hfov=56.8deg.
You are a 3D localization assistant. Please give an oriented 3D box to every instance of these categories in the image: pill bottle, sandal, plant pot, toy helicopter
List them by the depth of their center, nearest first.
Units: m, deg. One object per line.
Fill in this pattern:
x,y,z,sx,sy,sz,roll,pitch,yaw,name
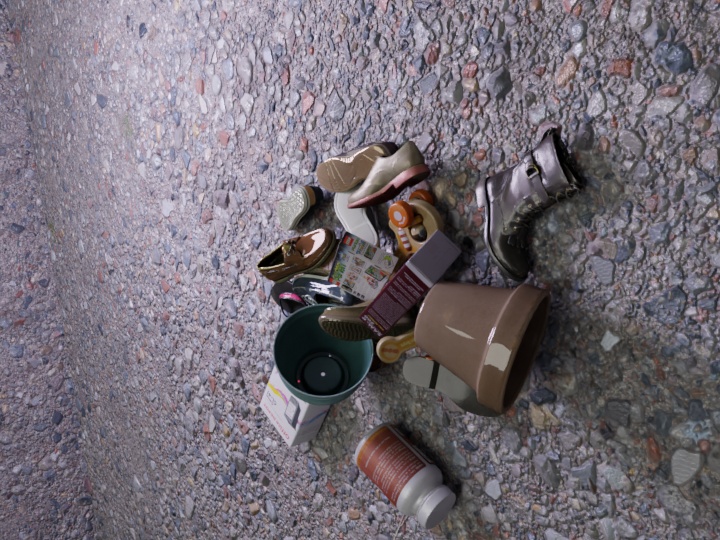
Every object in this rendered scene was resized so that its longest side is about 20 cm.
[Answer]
0.184,0.096,1.052,0.173,0.200,0.203,22,115,24,plant pot
0.124,0.116,1.183,0.079,0.198,0.134,-116,1,-79,toy helicopter
0.099,-0.042,1.247,0.132,0.079,0.201,45,138,15,toy helicopter
0.088,0.403,1.309,0.200,0.111,0.113,39,124,36,pill bottle
-0.077,0.190,1.355,0.201,0.199,0.135,53,157,26,plant pot
-0.153,0.085,1.556,0.199,0.045,0.076,37,123,37,sandal

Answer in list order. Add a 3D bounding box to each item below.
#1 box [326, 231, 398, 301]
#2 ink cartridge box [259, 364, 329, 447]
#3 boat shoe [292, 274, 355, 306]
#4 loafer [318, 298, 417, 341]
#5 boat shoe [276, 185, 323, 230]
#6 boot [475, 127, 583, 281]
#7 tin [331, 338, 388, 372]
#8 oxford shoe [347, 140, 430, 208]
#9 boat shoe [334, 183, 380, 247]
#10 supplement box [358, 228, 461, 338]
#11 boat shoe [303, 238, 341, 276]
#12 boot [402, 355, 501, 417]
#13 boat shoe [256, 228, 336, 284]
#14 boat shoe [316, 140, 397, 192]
0.000,0.000,1.271,0.109,0.035,0.200,28,159,1,box
-0.144,0.287,1.558,0.148,0.085,0.202,45,126,32,ink cartridge box
-0.081,0.050,1.448,0.198,0.075,0.063,1,68,40,boat shoe
0.018,0.093,1.301,0.077,0.197,0.068,93,-179,-52,loafer
-0.137,-0.140,1.485,0.200,0.062,0.076,-29,81,62,boat shoe
0.271,-0.099,1.043,0.173,0.069,0.203,-27,76,47,boot
-0.007,0.144,1.416,0.199,0.042,0.114,14,112,45,tin
0.044,-0.173,1.239,0.199,0.070,0.076,-25,81,39,oxford shoe
-0.003,-0.096,1.329,0.062,0.072,0.202,65,-174,-51,boat shoe
0.084,0.027,1.171,0.061,0.109,0.200,42,139,4,supplement box
-0.065,-0.023,1.439,0.198,0.062,0.074,-1,71,45,boat shoe
0.179,0.203,1.214,0.198,0.075,0.075,21,95,24,boot
-0.140,-0.033,1.420,0.199,0.068,0.073,-34,48,29,boat shoe
-0.006,-0.209,1.326,0.199,0.065,0.073,-16,103,45,boat shoe
